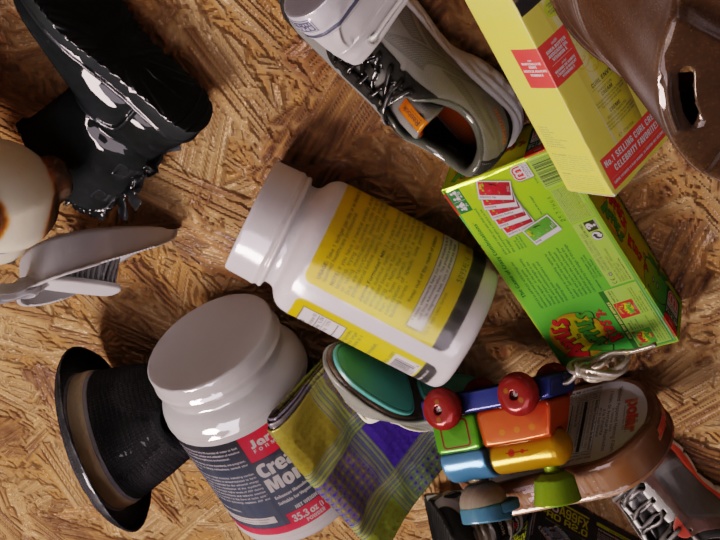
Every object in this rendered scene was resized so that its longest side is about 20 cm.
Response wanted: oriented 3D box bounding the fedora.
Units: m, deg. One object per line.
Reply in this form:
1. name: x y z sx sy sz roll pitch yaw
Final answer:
1. fedora: -0.209 0.144 1.125 0.091 0.201 0.202 -23 123 4

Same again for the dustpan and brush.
1. dustpan and brush: -0.261 0.006 1.006 0.139 0.058 0.199 -25 162 35

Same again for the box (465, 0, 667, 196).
1. box: 0.134 -0.149 0.792 0.050 0.075 0.201 16 144 55

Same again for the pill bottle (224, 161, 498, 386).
1. pill bottle: 0.000 0.000 0.952 0.199 0.115 0.115 27 134 -5

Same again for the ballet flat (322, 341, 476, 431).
1. ballet flat: 0.032 0.111 1.020 0.199 0.068 0.064 17 136 -40

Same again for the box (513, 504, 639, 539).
1. box: 0.227 0.316 1.113 0.199 0.161 0.044 29 132 -8

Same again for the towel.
1. towel: 0.009 0.146 1.063 0.023 0.144 0.201 14 145 50

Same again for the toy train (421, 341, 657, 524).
1. toy train: 0.150 0.133 0.936 0.198 0.084 0.117 -15 84 33

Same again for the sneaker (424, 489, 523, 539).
1. sneaker: 0.107 0.233 1.091 0.087 0.200 0.075 -10 92 1

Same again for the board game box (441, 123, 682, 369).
1. board game box: 0.160 -0.017 0.923 0.101 0.048 0.201 -19 120 33

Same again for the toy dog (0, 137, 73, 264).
1. toy dog: -0.320 -0.089 0.943 0.200 0.139 0.195 40 123 15

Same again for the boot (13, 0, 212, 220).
1. boot: -0.225 -0.140 0.947 0.198 0.074 0.162 44 136 -17

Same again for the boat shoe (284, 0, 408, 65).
1. boat shoe: 0.031 -0.220 0.733 0.065 0.074 0.201 35 94 -38

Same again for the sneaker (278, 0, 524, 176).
1. sneaker: 0.027 -0.142 0.840 0.199 0.080 0.074 35 134 -4

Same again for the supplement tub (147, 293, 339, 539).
1. supplement tub: -0.093 0.137 1.087 0.139 0.141 0.201 -10 126 27

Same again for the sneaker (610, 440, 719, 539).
1. sneaker: 0.269 0.208 1.057 0.199 0.082 0.077 31 133 -8

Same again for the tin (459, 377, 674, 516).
1. tin: 0.170 0.151 1.022 0.199 0.113 0.042 -20 122 32

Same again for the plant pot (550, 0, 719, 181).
1. plant pot: 0.211 -0.152 0.646 0.198 0.199 0.202 -1 125 -2
